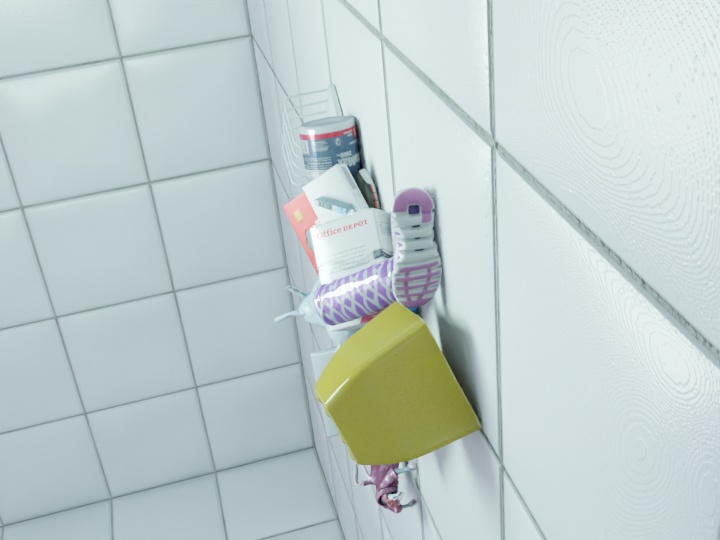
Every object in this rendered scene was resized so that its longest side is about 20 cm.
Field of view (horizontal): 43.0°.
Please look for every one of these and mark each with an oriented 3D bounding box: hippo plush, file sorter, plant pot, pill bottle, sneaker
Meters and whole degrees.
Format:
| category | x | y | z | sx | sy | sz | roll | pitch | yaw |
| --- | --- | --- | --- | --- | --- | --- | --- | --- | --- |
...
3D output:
| category | x | y | z | sx | sy | sz | roll | pitch | yaw |
| --- | --- | --- | --- | --- | --- | --- | --- | --- | --- |
| hippo plush | -0.038 | 0.078 | 1.893 | 0.160 | 0.198 | 0.161 | 35 | 109 | 50 |
| file sorter | -0.107 | -0.299 | 2.074 | 0.200 | 0.123 | 0.140 | 105 | 151 | -68 |
| plant pot | 0.041 | 0.197 | 1.457 | 0.197 | 0.199 | 0.194 | 60 | 174 | -12 |
| pill bottle | -0.055 | -0.210 | 1.897 | 0.120 | 0.118 | 0.203 | -130 | 29 | -69 |
| sneaker | -0.007 | -0.106 | 1.844 | 0.077 | 0.081 | 0.202 | -115 | 20 | -56 |
| sneaker | 0.083 | -0.043 | 1.458 | 0.089 | 0.079 | 0.203 | -109 | 15 | -69 |

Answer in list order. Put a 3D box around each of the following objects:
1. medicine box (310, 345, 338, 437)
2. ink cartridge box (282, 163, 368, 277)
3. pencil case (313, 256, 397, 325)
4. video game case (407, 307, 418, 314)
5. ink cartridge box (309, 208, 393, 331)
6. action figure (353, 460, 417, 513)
| category | x | y | z | sx | sy | sz | roll | pitch | yaw |
| --- | --- | --- | --- | --- | --- | --- | --- | --- | --- |
| medicine box | -0.014 | 0.254 | 2.033 | 0.200 | 0.102 | 0.185 | -6 | -97 | -69 |
| ink cartridge box | -0.057 | -0.081 | 1.813 | 0.202 | 0.175 | 0.045 | 62 | -153 | 5 |
| pencil case | 0.011 | 0.033 | 1.595 | 0.084 | 0.198 | 0.086 | 55 | -145 | -22 |
| video game case | 0.031 | 0.160 | 1.670 | 0.018 | 0.200 | 0.144 | 38 | 153 | 21 |
| ink cartridge box | 0.000 | 0.000 | 1.713 | 0.084 | 0.143 | 0.203 | 2 | -106 | -63 |
| action figure | 0.054 | 0.469 | 2.044 | 0.200 | 0.147 | 0.136 | -89 | -4 | -71 |
